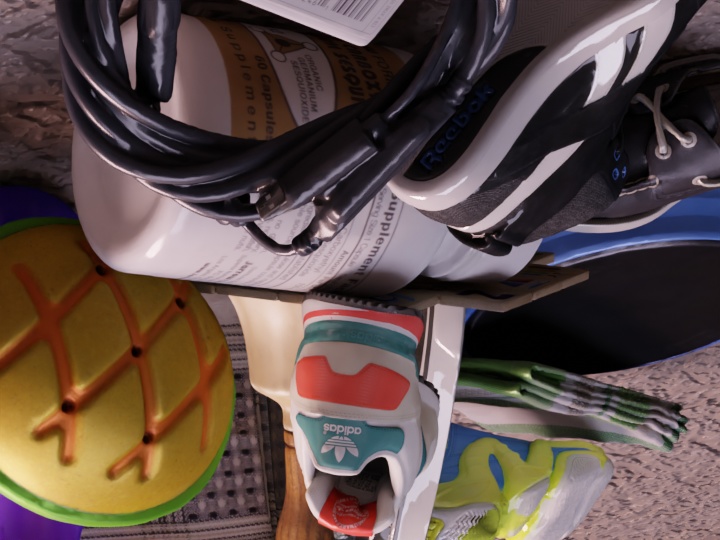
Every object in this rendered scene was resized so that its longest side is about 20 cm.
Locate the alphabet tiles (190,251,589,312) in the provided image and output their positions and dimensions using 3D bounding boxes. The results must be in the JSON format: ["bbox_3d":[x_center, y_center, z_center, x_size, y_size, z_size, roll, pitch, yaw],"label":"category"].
[{"bbox_3d":[0.000,0.000,1.360,0.199,0.006,0.166,6,-168,27],"label":"alphabet tiles"}]

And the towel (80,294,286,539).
[{"bbox_3d":[-0.116,0.096,1.455,0.199,0.193,0.035,1,163,-23],"label":"towel"}]

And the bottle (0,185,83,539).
[{"bbox_3d":[-0.162,0.063,1.345,0.065,0.201,0.084,-12,158,17],"label":"bottle"}]

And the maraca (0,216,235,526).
[{"bbox_3d":[-0.142,0.038,1.248,0.200,0.138,0.107,23,153,-28],"label":"maraca"}]

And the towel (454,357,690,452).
[{"bbox_3d":[0.081,0.074,1.607,0.149,0.031,0.200,2,171,33],"label":"towel"}]

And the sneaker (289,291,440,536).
[{"bbox_3d":[-0.004,0.082,1.302,0.070,0.094,0.200,9,160,6],"label":"sneaker"}]

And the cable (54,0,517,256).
[{"bbox_3d":[-0.024,-0.110,1.118,0.163,0.051,0.200,39,106,-17],"label":"cable"}]

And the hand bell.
[{"bbox_3d":[-0.029,0.091,1.434,0.104,0.201,0.104,1,-169,0],"label":"hand bell"}]

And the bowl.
[{"bbox_3d":[0.142,0.006,1.539,0.200,0.040,0.201,-8,157,-4],"label":"bowl"}]

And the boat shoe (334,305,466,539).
[{"bbox_3d":[0.017,0.063,1.477,0.063,0.201,0.071,9,-164,-1],"label":"boat shoe"}]

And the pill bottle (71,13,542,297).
[{"bbox_3d":[-0.018,-0.047,1.257,0.199,0.115,0.114,6,152,-33],"label":"pill bottle"}]

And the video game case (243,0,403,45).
[{"bbox_3d":[-0.013,-0.176,0.989,0.200,0.024,0.182,17,120,-46],"label":"video game case"}]

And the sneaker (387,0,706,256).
[{"bbox_3d":[0.102,-0.092,1.197,0.200,0.073,0.112,-44,147,9],"label":"sneaker"}]

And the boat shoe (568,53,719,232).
[{"bbox_3d":[0.160,-0.067,1.335,0.199,0.074,0.060,-6,157,-15],"label":"boat shoe"}]

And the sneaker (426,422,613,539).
[{"bbox_3d":[0.069,0.111,1.633,0.076,0.105,0.200,-56,157,19],"label":"sneaker"}]
